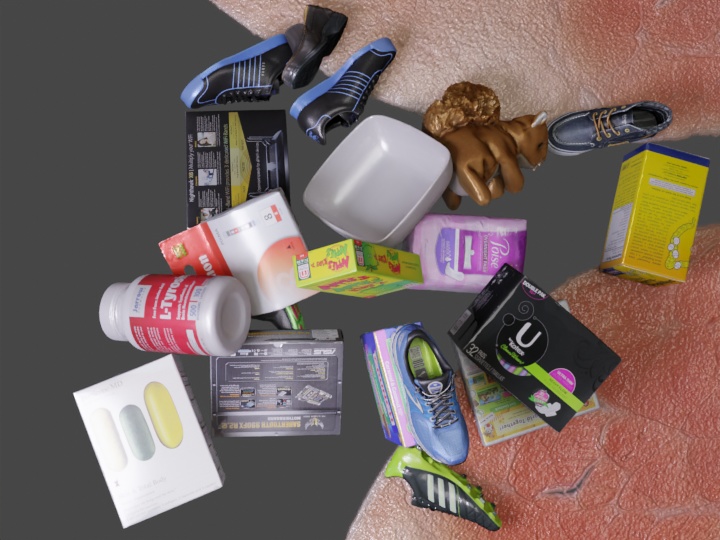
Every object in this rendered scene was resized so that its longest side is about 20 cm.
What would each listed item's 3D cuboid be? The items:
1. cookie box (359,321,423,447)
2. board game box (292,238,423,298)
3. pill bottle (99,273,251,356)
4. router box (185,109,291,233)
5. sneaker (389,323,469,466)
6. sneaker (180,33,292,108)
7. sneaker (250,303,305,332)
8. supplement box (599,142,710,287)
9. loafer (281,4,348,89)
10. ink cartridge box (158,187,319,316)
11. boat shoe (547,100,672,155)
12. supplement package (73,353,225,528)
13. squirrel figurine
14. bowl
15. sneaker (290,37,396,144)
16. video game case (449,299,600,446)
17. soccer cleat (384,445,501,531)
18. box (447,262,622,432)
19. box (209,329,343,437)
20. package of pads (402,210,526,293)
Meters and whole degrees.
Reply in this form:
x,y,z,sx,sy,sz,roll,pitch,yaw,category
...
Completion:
x,y,z,sx,sy,sz,roll,pitch,yaw,category
0.062,0.166,1.554,0.075,0.200,0.172,-14,86,-8,cookie box
0.000,0.000,1.527,0.101,0.200,0.048,-15,77,29,board game box
-0.266,0.062,1.499,0.199,0.112,0.113,1,84,24,pill bottle
-0.187,-0.146,1.604,0.156,0.052,0.201,-1,68,-7,router box
0.094,0.168,1.412,0.078,0.089,0.201,-22,88,-6,sneaker
-0.178,-0.292,1.635,0.199,0.070,0.078,-31,82,-10,sneaker
-0.160,0.043,1.613,0.084,0.077,0.200,-44,85,6,sneaker
0.466,-0.085,1.671,0.109,0.109,0.201,15,84,-5,supplement box
-0.086,-0.345,1.615,0.072,0.073,0.200,28,40,-1,loafer
-0.173,-0.009,1.531,0.199,0.050,0.163,-25,104,-1,ink cartridge box
0.395,-0.235,1.686,0.199,0.091,0.071,-10,86,-7,boat shoe
-0.302,0.242,1.529,0.151,0.151,0.201,-21,87,-8,supplement package
0.200,-0.211,1.642,0.186,0.141,0.201,-29,91,-15,squirrel figurine
0.032,-0.125,1.610,0.200,0.075,0.200,33,78,37,bowl
-0.012,-0.277,1.641,0.200,0.070,0.078,-39,80,-7,sneaker
0.261,0.161,1.668,0.199,0.023,0.183,-17,87,-9,video game case
0.128,0.344,1.621,0.200,0.068,0.081,39,99,-1,soccer cleat
0.257,0.113,1.574,0.200,0.124,0.149,39,94,-10,box
-0.126,0.169,1.577,0.198,0.048,0.160,-1,113,-6,box
0.158,-0.026,1.647,0.198,0.076,0.122,4,88,-6,package of pads
